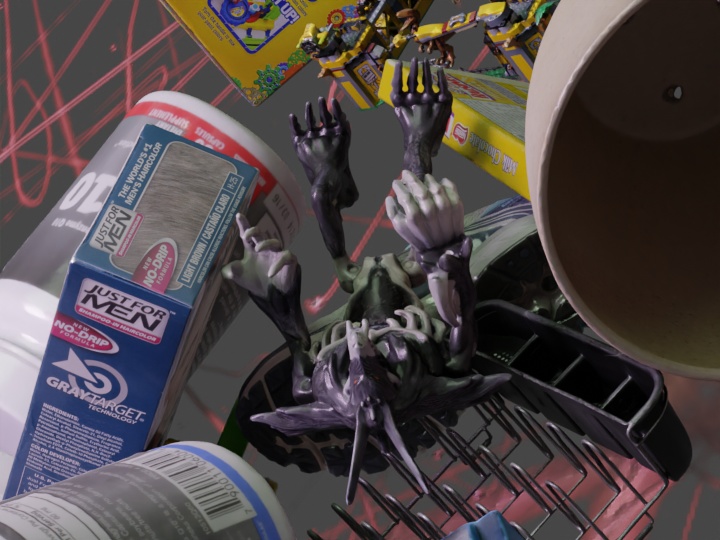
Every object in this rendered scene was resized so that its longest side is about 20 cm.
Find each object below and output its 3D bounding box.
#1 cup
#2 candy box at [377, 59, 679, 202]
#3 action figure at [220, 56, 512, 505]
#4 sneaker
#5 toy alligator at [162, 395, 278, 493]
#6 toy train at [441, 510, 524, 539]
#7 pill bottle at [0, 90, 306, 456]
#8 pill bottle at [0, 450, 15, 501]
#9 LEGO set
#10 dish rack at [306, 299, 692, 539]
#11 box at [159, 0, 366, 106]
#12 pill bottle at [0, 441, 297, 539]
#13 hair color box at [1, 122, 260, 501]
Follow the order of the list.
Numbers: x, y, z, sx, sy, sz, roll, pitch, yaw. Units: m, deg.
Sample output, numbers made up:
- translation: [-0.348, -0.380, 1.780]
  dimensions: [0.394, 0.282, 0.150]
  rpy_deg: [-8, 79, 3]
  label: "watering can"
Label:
- translation: [0.152, -0.075, 1.178]
  dimensions: [0.200, 0.200, 0.143]
  rpy_deg: [-37, 31, 7]
  label: "cup"
- translation: [0.093, -0.059, 1.336]
  dimensions: [0.200, 0.102, 0.026]
  rpy_deg: [-139, 59, -60]
  label: "candy box"
- translation: [0.000, 0.000, 1.226]
  dimensions: [0.119, 0.102, 0.200]
  rpy_deg: [-14, 48, 14]
  label: "action figure"
- translation: [0.031, 0.027, 1.326]
  dimensions: [0.200, 0.078, 0.086]
  rpy_deg: [-28, 25, 4]
  label: "sneaker"
- translation: [-0.088, 0.147, 1.315]
  dimensions: [0.054, 0.059, 0.200]
  rpy_deg: [110, -178, -52]
  label: "toy alligator"
- translation: [0.014, 0.187, 1.077]
  dimensions: [0.200, 0.114, 0.087]
  rpy_deg: [-34, 30, 10]
  label: "toy train"
- translation: [-0.127, 0.013, 1.470]
  dimensions: [0.114, 0.114, 0.200]
  rpy_deg: [6, 53, 52]
  label: "pill bottle"
- translation: [-0.216, 0.186, 1.345]
  dimensions: [0.113, 0.113, 0.200]
  rpy_deg: [-8, 43, 43]
  label: "pill bottle"
- translation: [0.043, -0.178, 1.523]
  dimensions: [0.200, 0.116, 0.154]
  rpy_deg: [4, 52, 51]
  label: "LEGO set"
- translation: [0.042, 0.114, 1.204]
  dimensions: [0.200, 0.055, 0.153]
  rpy_deg: [-48, 30, -11]
  label: "dish rack"
- translation: [-0.055, -0.233, 1.705]
  dimensions: [0.193, 0.122, 0.200]
  rpy_deg: [-41, 29, 1]
  label: "box"
- translation: [-0.128, 0.148, 1.164]
  dimensions: [0.114, 0.114, 0.200]
  rpy_deg: [-7, 7, 44]
  label: "pill bottle"
- translation: [-0.110, 0.040, 1.293]
  dimensions: [0.100, 0.060, 0.200]
  rpy_deg: [-68, -1, -45]
  label: "hair color box"
